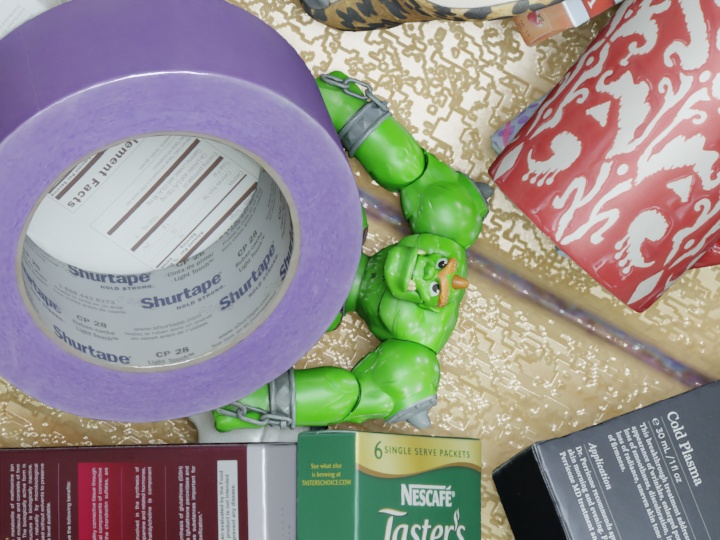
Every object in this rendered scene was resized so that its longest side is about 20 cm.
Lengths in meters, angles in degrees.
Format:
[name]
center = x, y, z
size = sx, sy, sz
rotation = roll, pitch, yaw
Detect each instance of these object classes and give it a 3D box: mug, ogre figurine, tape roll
[mug]
center = 0.184, -0.072, 1.329
size = 0.177, 0.133, 0.200
rotation = 43, 97, 0
[ogre figurine]
center = 0.000, 0.000, 1.430
size = 0.120, 0.098, 0.200
rotation = 16, 55, -2
[tape roll]
center = -0.104, -0.030, 1.289
size = 0.199, 0.085, 0.200
rotation = -7, 125, -10

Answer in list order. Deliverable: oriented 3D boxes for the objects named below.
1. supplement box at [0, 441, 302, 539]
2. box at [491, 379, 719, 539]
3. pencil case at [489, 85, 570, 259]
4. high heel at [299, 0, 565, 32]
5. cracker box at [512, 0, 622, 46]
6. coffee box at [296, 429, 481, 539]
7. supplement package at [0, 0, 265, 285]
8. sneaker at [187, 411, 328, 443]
[supplement box]
center = -0.129, 0.147, 1.416
size = 0.199, 0.061, 0.109
rotation = -2, 87, 20
[box]
center = 0.195, 0.162, 1.405
size = 0.182, 0.104, 0.201
rotation = -18, 81, -13
[pencil case]
center = 0.167, -0.094, 1.433
size = 0.200, 0.083, 0.091
rotation = -38, 114, 1
[high heel]
center = 0.049, -0.151, 1.370
size = 0.199, 0.143, 0.072
rotation = 11, 81, 24
[cracker box]
center = 0.142, -0.222, 1.395
size = 0.200, 0.058, 0.134
rotation = -30, 96, -26
[coffee box]
center = 0.017, 0.186, 1.415
size = 0.044, 0.123, 0.201
rotation = -5, 81, 36
[supplement package]
center = -0.148, -0.082, 1.364
size = 0.200, 0.114, 0.110
rotation = 36, 109, -31
[sneaker]
center = -0.076, 0.157, 1.463
size = 0.087, 0.075, 0.201
rotation = 12, 89, 10
